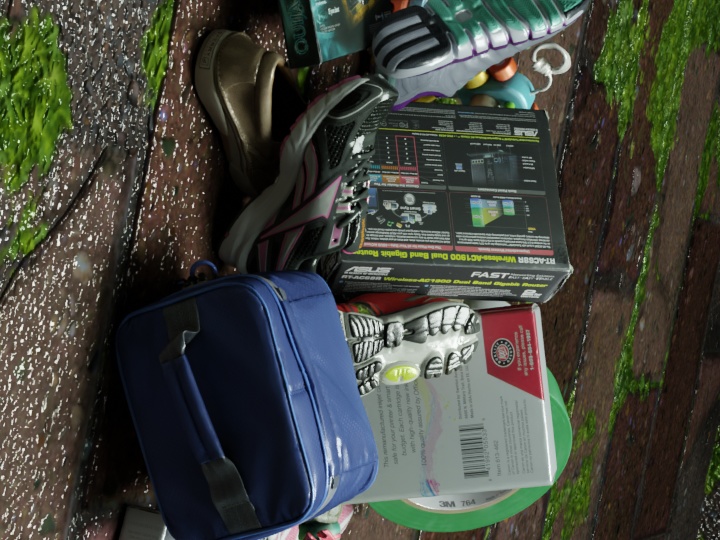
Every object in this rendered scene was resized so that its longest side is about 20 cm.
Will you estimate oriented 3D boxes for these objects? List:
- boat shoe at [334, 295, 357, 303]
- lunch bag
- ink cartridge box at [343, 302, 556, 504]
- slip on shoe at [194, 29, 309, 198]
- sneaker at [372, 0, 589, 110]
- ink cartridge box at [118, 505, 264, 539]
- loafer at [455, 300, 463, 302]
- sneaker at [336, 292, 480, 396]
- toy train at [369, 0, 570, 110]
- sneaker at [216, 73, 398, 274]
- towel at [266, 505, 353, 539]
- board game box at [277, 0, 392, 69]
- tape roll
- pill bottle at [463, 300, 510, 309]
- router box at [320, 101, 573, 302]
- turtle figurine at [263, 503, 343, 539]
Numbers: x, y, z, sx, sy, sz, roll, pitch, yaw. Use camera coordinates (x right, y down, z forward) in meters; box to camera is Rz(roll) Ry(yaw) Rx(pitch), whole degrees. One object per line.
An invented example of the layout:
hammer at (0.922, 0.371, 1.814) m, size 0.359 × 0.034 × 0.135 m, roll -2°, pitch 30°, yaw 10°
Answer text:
boat shoe at (0.000, 0.000, 1.740) m, size 0.200 × 0.062 × 0.075 m, roll 75°, pitch 13°, yaw -83°
lunch bag at (-0.085, 0.089, 1.438) m, size 0.132 × 0.135 × 0.202 m, roll -16°, pitch 88°, yaw -67°
ink cartridge box at (0.055, 0.110, 1.675) m, size 0.083 × 0.198 × 0.147 m, roll -14°, pitch 98°, yaw -82°
slip on shoe at (-0.065, -0.110, 1.530) m, size 0.200 × 0.060 × 0.076 m, roll 67°, pitch 40°, yaw -55°
sneaker at (0.090, -0.187, 1.626) m, size 0.199 × 0.075 × 0.088 m, roll -20°, pitch 153°, yaw -23°
ink cartridge box at (-0.147, 0.291, 1.553) m, size 0.198 × 0.047 × 0.202 m, roll 34°, pitch 67°, yaw -68°
loafer at (0.101, -0.055, 1.931) m, size 0.076 × 0.067 × 0.202 m, roll -145°, pitch -117°, yaw -75°
sneaker at (-0.006, 0.054, 1.571) m, size 0.199 × 0.085 × 0.078 m, roll -2°, pitch 106°, yaw -28°
toy train at (0.068, -0.177, 1.694) m, size 0.056 × 0.199 × 0.151 m, roll -63°, pitch 178°, yaw -32°
sneaker at (-0.020, -0.058, 1.517) m, size 0.080 × 0.086 × 0.201 m, roll -25°, pitch 154°, yaw -55°
towel at (-0.047, 0.201, 1.774) m, size 0.147 × 0.030 × 0.201 m, roll -57°, pitch 150°, yaw -42°
board game box at (-0.022, -0.233, 1.547) m, size 0.200 × 0.028 × 0.136 m, roll -33°, pitch 114°, yaw -69°
tape roll at (0.089, 0.151, 1.821) m, size 0.048 × 0.199 × 0.201 m, roll -103°, pitch -177°, yaw -49°
pill bottle at (0.097, 0.127, 1.982) m, size 0.113 × 0.111 × 0.201 m, roll 74°, pitch 34°, yaw -50°
router box at (0.063, -0.056, 1.637) m, size 0.062 × 0.198 × 0.151 m, roll 120°, pitch -31°, yaw -59°
turtle figurine at (-0.059, 0.152, 1.579) m, size 0.150 × 0.100 × 0.202 m, roll -18°, pitch 95°, yaw -71°
